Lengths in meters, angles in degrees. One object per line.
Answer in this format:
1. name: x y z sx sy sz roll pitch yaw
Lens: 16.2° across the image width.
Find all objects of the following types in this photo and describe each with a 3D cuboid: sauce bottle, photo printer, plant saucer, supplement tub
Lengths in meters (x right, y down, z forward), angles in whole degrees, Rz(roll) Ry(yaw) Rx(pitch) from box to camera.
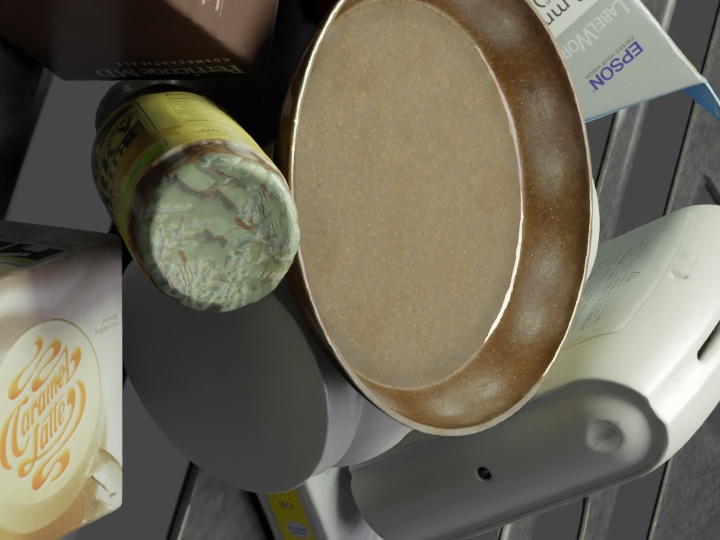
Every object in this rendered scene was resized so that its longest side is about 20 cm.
1. sauce bottle: -0.072 -0.038 0.996 0.200 0.065 0.065 -134 -137 -71
2. photo printer: 0.106 0.049 1.234 0.070 0.200 0.166 53 41 -13
3. plant saucer: 0.026 -0.032 1.040 0.200 0.034 0.201 1 88 -50
4. supplement tub: 0.000 0.000 1.146 0.200 0.144 0.145 -34 128 -41

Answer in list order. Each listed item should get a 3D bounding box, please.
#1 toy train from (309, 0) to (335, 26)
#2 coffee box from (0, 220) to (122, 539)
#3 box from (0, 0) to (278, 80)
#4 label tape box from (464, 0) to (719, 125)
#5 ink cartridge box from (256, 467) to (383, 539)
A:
1. toy train: -0.005 -0.140 1.238 0.046 0.034 0.200 -39 130 -48
2. coffee box: -0.172 0.056 0.916 0.200 0.080 0.115 -22 116 -60
3. box: -0.116 -0.137 0.945 0.200 0.100 0.075 32 63 -60
4. label tape box: 0.078 -0.130 1.160 0.066 0.143 0.200 -39 115 4
5. ink cartridge box: 0.010 0.070 1.316 0.198 0.047 0.200 -60 147 -39
